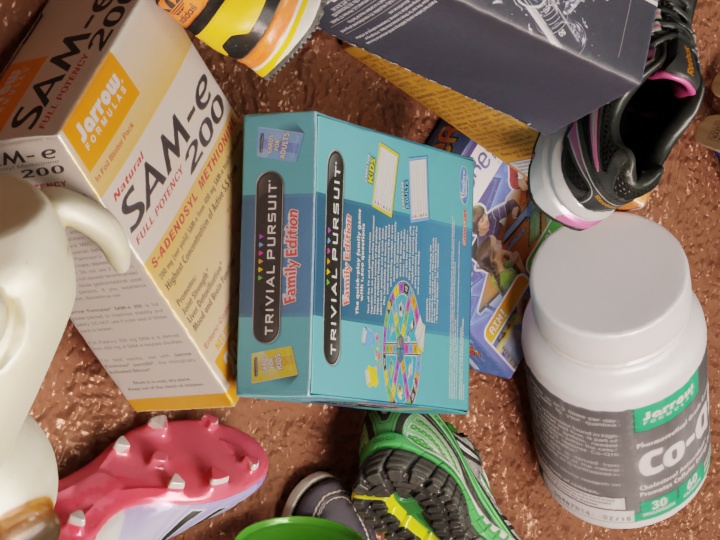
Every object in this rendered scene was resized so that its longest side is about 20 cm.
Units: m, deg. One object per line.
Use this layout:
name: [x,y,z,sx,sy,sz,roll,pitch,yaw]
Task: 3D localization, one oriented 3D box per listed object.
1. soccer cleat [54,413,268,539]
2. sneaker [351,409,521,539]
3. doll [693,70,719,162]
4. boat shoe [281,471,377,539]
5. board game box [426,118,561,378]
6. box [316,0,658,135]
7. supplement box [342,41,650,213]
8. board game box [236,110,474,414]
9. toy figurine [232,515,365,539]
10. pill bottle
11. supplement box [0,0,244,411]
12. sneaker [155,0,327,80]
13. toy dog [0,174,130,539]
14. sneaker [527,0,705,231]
soccer cleat: [-0.134,0.137,1.542,0.200,0.067,0.076,-22,145,-46]
sneaker: [0.058,0.140,1.710,0.200,0.078,0.085,58,30,-49]
doll: [0.286,-0.050,1.910,0.200,0.048,0.137,48,56,-46]
boat shoe: [0.004,0.214,1.682,0.073,0.063,0.200,-27,115,-35]
board game box: [0.096,-0.053,1.733,0.135,0.034,0.200,48,66,-38]
box: [0.074,-0.208,1.558,0.182,0.104,0.200,23,67,-22]
supplement box: [0.090,-0.110,1.654,0.200,0.069,0.067,33,71,-22]
board game box: [0.000,0.000,1.551,0.200,0.047,0.151,12,79,-62]
toy figurine: [-0.045,0.265,1.585,0.200,0.150,0.184,-79,173,-66]
pill bottle: [0.157,0.062,1.720,0.113,0.113,0.200,-49,151,-25]
supplement box: [-0.114,-0.038,1.482,0.200,0.073,0.126,58,42,-35]
sneaker: [-0.061,-0.197,1.489,0.090,0.070,0.200,25,47,-23]
toy dog: [-0.209,0.056,1.398,0.194,0.140,0.200,-23,126,-35]
sneaker: [0.169,-0.118,1.613,0.080,0.086,0.200,24,71,-29]
